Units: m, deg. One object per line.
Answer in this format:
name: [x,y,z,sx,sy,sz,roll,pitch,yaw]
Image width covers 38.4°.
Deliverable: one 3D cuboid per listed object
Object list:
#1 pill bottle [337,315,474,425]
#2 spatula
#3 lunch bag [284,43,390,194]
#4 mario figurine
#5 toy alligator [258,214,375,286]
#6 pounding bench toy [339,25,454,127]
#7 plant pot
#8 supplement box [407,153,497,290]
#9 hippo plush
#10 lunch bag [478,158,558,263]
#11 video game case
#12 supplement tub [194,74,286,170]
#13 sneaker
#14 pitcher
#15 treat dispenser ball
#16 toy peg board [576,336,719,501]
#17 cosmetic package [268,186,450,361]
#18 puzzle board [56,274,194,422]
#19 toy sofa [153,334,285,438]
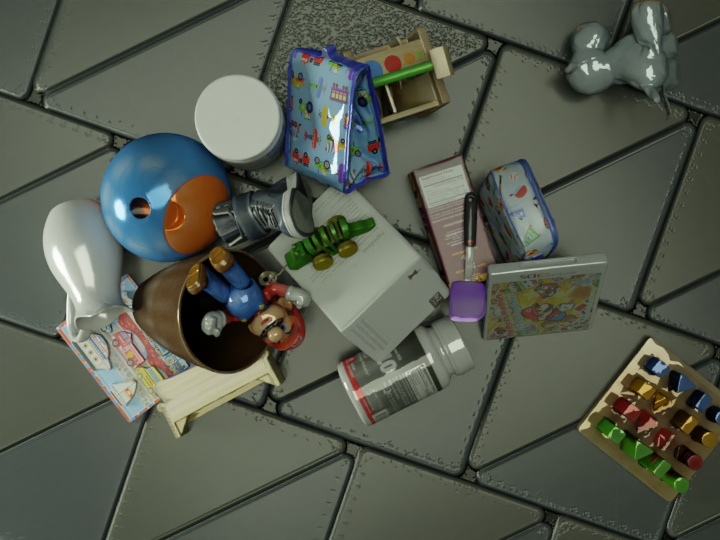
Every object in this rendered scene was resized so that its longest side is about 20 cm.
pill bottle: [0.074,0.157,1.664,0.200,0.114,0.114,-27,92,0]
spatula: [0.168,-0.021,1.593,0.056,0.021,0.200,2,92,1]
lunch bag: [-0.044,-0.237,1.536,0.094,0.150,0.200,-27,127,-33]
mario figurine: [-0.152,0.057,1.499,0.200,0.123,0.106,40,53,-33]
toy alligator: [-0.073,-0.033,1.512,0.200,0.054,0.059,-27,62,11]
pounding bench toy: [0.041,-0.290,1.588,0.156,0.200,0.124,-20,93,-14]
plant pot: [-0.264,0.059,1.609,0.187,0.200,0.187,-2,93,-45]
supplement box: [0.148,-0.076,1.657,0.086,0.110,0.200,-18,92,0]
hippo plush: [0.416,-0.326,1.655,0.161,0.159,0.200,-5,76,29]
lunch bag: [0.249,-0.078,1.617,0.075,0.200,0.160,-23,79,-1]
video game case: [0.287,0.045,1.633,0.182,0.200,0.023,-6,56,0]
supplement tub: [-0.180,-0.226,1.602,0.132,0.200,0.132,0,93,-1]
sneaker: [-0.145,-0.072,1.504,0.146,0.202,0.077,-21,107,5]
pitcher: [-0.445,0.003,1.650,0.172,0.121,0.200,-35,67,42]
treat dispenser ball: [-0.302,-0.113,1.606,0.200,0.201,0.201,0,92,-1]
toy peg board: [0.498,0.249,1.681,0.200,0.098,0.199,38,92,-2]
cosmetic package: [0.000,0.000,1.595,0.165,0.165,0.200,-43,60,1]
puzzle board: [-0.383,0.129,1.707,0.151,0.017,0.200,-37,92,1]
toy sofa: [-0.229,0.184,1.678,0.200,0.083,0.098,-28,87,1]
